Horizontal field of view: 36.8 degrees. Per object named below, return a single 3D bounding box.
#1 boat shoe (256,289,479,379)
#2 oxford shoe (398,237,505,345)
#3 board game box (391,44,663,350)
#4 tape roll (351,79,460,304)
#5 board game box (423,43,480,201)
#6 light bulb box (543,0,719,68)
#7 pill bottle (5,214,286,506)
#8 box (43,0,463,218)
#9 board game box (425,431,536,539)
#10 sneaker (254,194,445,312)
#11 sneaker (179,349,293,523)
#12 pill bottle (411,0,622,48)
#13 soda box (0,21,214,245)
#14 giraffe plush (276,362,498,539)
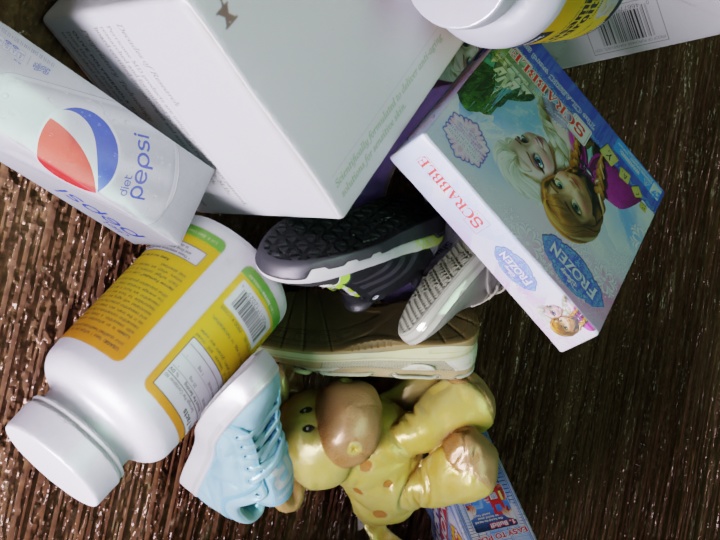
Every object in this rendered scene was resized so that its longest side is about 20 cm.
[{"bbox_3d":[-0.003,0.061,0.896,0.073,0.199,0.063,-92,-179,-47],"label":"boat shoe"},{"bbox_3d":[0.101,-0.002,0.877,0.058,0.075,0.200,52,53,-11],"label":"oxford shoe"},{"bbox_3d":[0.141,-0.074,0.857,0.200,0.041,0.200,47,46,-10],"label":"board game box"},{"bbox_3d":[0.054,-0.067,0.950,0.199,0.085,0.202,-10,109,-29],"label":"tape roll"},{"bbox_3d":[0.105,-0.193,1.047,0.199,0.041,0.201,-44,123,-31],"label":"board game box"},{"bbox_3d":[0.273,-0.318,1.062,0.125,0.197,0.201,60,40,-32],"label":"light bulb box"},{"bbox_3d":[-0.153,0.064,0.775,0.200,0.111,0.111,-50,127,-28],"label":"pill bottle"},{"bbox_3d":[-0.069,-0.175,0.784,0.200,0.171,0.200,-56,129,-26],"label":"box"},{"bbox_3d":[0.105,0.247,0.990,0.061,0.200,0.201,-9,116,-10],"label":"board game box"},{"bbox_3d":[0.000,0.000,0.822,0.199,0.071,0.083,-15,125,-48],"label":"sneaker"},{"bbox_3d":[-0.076,0.129,0.802,0.082,0.200,0.074,35,57,6],"label":"sneaker"},{"bbox_3d":[0.113,-0.217,0.775,0.200,0.111,0.113,-23,112,-55],"label":"pill bottle"},{"bbox_3d":[-0.199,-0.090,0.726,0.200,0.068,0.064,35,70,-36],"label":"soda box"},{"bbox_3d":[-0.001,0.142,0.931,0.162,0.173,0.200,25,112,-33],"label":"giraffe plush"}]
